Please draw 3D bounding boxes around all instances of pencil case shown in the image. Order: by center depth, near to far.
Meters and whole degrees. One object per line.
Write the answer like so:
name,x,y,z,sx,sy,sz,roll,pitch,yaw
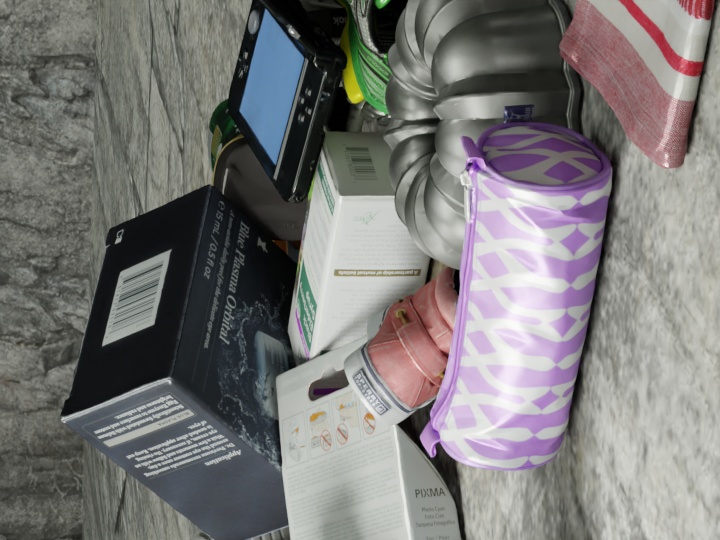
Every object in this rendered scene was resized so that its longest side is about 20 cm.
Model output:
pencil case,0.087,0.015,1.064,0.084,0.085,0.201,-126,35,-56

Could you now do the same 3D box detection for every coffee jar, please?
coffee jar,-0.076,-0.088,1.606,0.200,0.103,0.086,-110,24,-71

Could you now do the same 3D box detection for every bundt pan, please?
bundt pan,0.065,-0.092,1.157,0.202,0.075,0.204,178,90,-75

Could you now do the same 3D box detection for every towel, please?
towel,0.143,-0.170,0.943,0.144,0.023,0.201,-118,29,-58

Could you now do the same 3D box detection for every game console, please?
game console,-0.095,-0.170,1.394,0.200,0.116,0.177,-123,45,-59

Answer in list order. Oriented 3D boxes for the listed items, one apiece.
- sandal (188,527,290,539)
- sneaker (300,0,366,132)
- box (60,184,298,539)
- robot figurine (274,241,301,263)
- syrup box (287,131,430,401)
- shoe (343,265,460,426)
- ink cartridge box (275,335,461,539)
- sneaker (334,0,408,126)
sandal,-0.092,0.216,1.591,0.050,0.202,0.083,-17,96,44
sneaker,-0.016,-0.185,1.483,0.089,0.074,0.201,-116,18,-59
box,-0.113,0.076,1.505,0.117,0.200,0.198,-21,42,31
robot figurine,-0.067,0.051,1.731,0.145,0.058,0.202,163,105,-76
syrup box,0.000,0.000,1.413,0.079,0.081,0.201,-106,21,-47
shoe,0.053,0.041,1.251,0.072,0.091,0.200,54,-167,0
ink cartridge box,0.004,0.158,1.376,0.160,0.047,0.201,-26,66,53
sneaker,0.019,-0.211,1.355,0.085,0.078,0.201,136,122,-62
